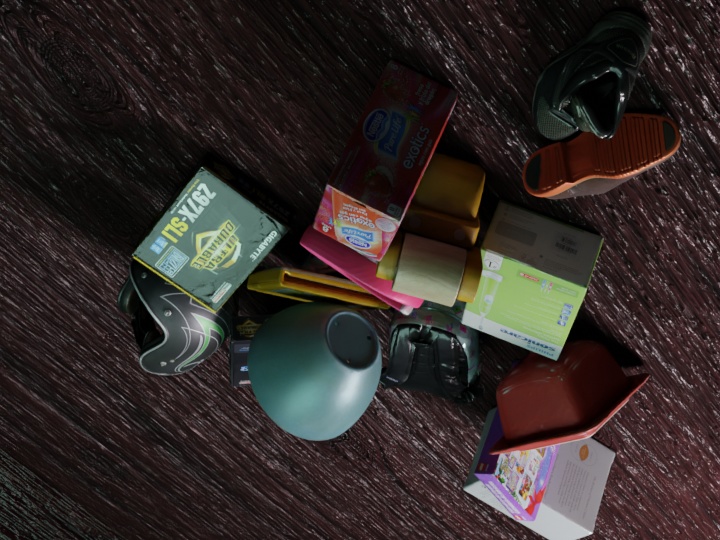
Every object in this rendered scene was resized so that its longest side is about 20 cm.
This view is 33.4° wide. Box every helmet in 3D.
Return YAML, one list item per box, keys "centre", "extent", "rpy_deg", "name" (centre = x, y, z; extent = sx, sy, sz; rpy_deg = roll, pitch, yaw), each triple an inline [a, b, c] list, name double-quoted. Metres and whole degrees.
- centre: [-0.291, 0.052, 1.925]
  extent: [0.198, 0.201, 0.192]
  rpy_deg: [29, 124, -7]
  name: "helmet"

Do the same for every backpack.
- centre: [0.105, 0.099, 1.766]
  extent: [0.164, 0.128, 0.201]
  rpy_deg: [6, 147, 9]
  name: "backpack"

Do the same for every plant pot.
- centre: [-0.045, 0.126, 1.724]
  extent: [0.199, 0.202, 0.134]
  rpy_deg: [34, 140, -16]
  name: "plant pot"

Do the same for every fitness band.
- centre: [0.000, 0.000, 1.577]
  extent: [0.143, 0.038, 0.199]
  rpy_deg: [32, 179, -43]
  name: "fitness band"

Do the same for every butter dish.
- centre: [0.276, 0.156, 1.708]
  extent: [0.198, 0.198, 0.150]
  rpy_deg: [-21, 96, 44]
  name: "butter dish"

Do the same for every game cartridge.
- centre: [-0.064, 0.030, 1.773]
  extent: [0.173, 0.033, 0.200]
  rpy_deg: [13, 171, -18]
  name: "game cartridge"

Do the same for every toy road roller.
- centre: [0.095, -0.058, 1.469]
  extent: [0.121, 0.200, 0.148]
  rpy_deg: [14, 109, -1]
  name: "toy road roller"

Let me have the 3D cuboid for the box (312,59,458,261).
- centre: [0.029, -0.128, 1.391]
  extent: [0.094, 0.202, 0.100]
  rpy_deg: [25, 150, 0]
  name: "box"

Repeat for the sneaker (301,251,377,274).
- centre: [0.007, -0.011, 1.716]
  extent: [0.139, 0.078, 0.199]
  rpy_deg: [35, 149, -15]
  name: "sneaker"

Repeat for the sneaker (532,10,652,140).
- centre: [0.226, -0.176, 1.260]
  extent: [0.076, 0.115, 0.199]
  rpy_deg: [31, 152, -9]
  name: "sneaker"

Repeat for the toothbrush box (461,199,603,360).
- centre: [0.223, 0.016, 1.587]
  extent: [0.143, 0.087, 0.201]
  rpy_deg: [20, 149, 9]
  name: "toothbrush box"

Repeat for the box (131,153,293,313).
- centre: [-0.219, -0.052, 1.768]
  extent: [0.159, 0.050, 0.200]
  rpy_deg: [36, 120, -15]
  name: "box"

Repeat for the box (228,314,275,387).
- centre: [-0.117, 0.128, 1.958]
  extent: [0.196, 0.050, 0.199]
  rpy_deg: [-3, 153, -9]
  name: "box"

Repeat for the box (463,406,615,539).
- centre: [0.292, 0.326, 1.952]
  extent: [0.198, 0.154, 0.106]
  rpy_deg: [32, 149, -11]
  name: "box"

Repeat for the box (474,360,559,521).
- centre: [0.250, 0.259, 1.830]
  extent: [0.039, 0.202, 0.137]
  rpy_deg: [-5, 139, 41]
  name: "box"

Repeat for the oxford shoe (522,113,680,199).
- centre: [0.282, -0.127, 1.359]
  extent: [0.198, 0.073, 0.072]
  rpy_deg: [-13, 162, 43]
  name: "oxford shoe"
